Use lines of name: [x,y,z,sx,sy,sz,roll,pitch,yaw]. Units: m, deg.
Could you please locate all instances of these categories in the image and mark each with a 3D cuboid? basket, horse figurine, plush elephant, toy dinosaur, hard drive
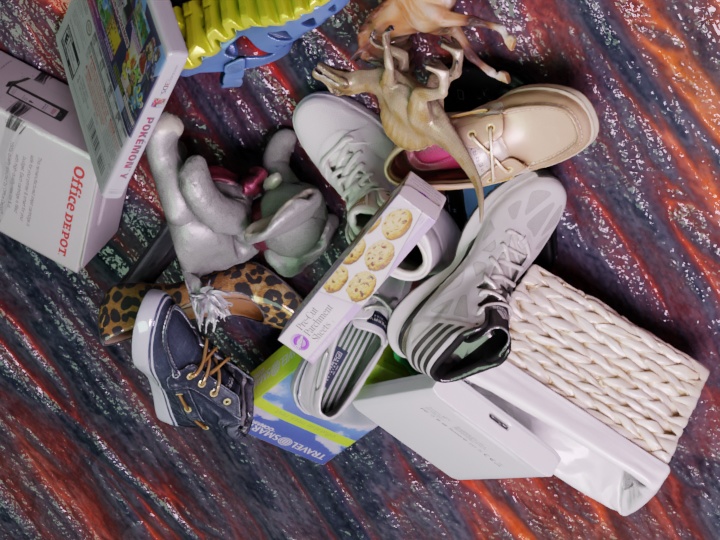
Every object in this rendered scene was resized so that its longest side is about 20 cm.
basket: [0.187,0.102,1.551,0.199,0.124,0.136,31,163,6]
horse figurine: [0.077,-0.240,1.441,0.132,0.050,0.202,25,121,17]
plush elephant: [-0.100,-0.061,1.621,0.165,0.153,0.202,94,158,-77]
toy dinosaur: [0.052,-0.134,1.444,0.200,0.058,0.102,39,131,24]
hard drive: [0.081,0.140,1.590,0.131,0.027,0.200,37,162,-12]

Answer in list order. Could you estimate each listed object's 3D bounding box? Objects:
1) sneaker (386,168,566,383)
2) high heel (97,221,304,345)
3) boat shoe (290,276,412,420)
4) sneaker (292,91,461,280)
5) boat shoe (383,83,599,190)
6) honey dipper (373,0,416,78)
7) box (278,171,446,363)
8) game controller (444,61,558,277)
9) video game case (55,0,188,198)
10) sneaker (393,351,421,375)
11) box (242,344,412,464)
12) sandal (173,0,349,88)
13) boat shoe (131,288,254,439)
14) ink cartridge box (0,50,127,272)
sneaker: [0.118,0.015,1.469,0.076,0.201,0.115,40,-178,-34]
high heel: [-0.147,0.051,1.712,0.199,0.143,0.072,27,152,15]
boat shoe: [0.007,0.046,1.612,0.073,0.202,0.067,22,-178,-27]
sneaker: [0.005,-0.075,1.544,0.200,0.115,0.074,47,108,6]
boat shoe: [0.103,-0.099,1.467,0.199,0.069,0.074,-12,113,42]
honey dipper: [0.017,-0.251,1.491,0.038,0.038,0.202,6,120,26]
box: [0.000,0.000,1.491,0.041,0.039,0.200,36,127,-6]
game controller: [0.116,-0.086,1.542,0.103,0.042,0.202,6,123,26]
video game case: [-0.213,-0.198,1.578,0.183,0.023,0.201,-57,42,42]
sneaker: [0.102,0.124,1.667,0.200,0.084,0.074,43,131,-5]
box: [-0.040,0.120,1.741,0.121,0.048,0.200,26,136,-26]
sandal: [-0.085,-0.216,1.555,0.199,0.080,0.087,-19,148,29]
boat shoe: [-0.149,0.087,1.654,0.090,0.071,0.201,13,151,13]
ink cartridge box: [-0.326,-0.113,1.742,0.199,0.084,0.147,28,130,9]
